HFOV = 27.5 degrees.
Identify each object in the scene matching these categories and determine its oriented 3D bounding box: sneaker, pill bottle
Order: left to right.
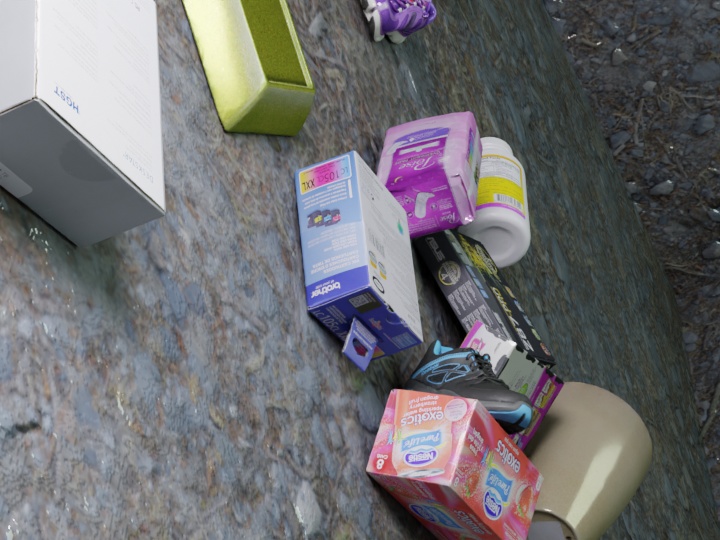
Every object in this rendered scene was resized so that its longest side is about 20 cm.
[{"bbox_3d":[0.052,-0.361,2.003,0.081,0.083,0.200,70,19,-1],"label":"sneaker"},{"bbox_3d":[0.114,0.118,1.549,0.073,0.199,0.083,32,77,-31],"label":"sneaker"},{"bbox_3d":[0.187,-0.102,2.109,0.105,0.103,0.201,58,22,-35],"label":"pill bottle"}]

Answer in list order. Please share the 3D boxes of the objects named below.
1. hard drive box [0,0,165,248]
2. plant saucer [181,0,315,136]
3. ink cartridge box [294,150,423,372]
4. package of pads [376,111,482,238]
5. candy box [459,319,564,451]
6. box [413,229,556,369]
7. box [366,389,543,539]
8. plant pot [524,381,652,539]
[{"bbox_3d":[-0.210,-0.145,1.033,0.156,0.076,0.202,47,30,-51],"label":"hard drive box"},{"bbox_3d":[-0.108,-0.239,1.469,0.200,0.047,0.202,-12,83,-72],"label":"plant saucer"},{"bbox_3d":[0.000,0.000,1.504,0.136,0.076,0.202,46,29,-51],"label":"ink cartridge box"},{"bbox_3d":[0.082,-0.118,1.789,0.201,0.119,0.076,-76,148,-59],"label":"package of pads"},{"bbox_3d":[0.154,0.152,1.711,0.061,0.137,0.200,31,-3,29],"label":"candy box"},{"bbox_3d":[0.160,0.043,1.885,0.161,0.049,0.201,16,41,-61],"label":"box"},{"bbox_3d":[0.100,0.210,1.512,0.200,0.102,0.095,50,54,-49],"label":"box"},{"bbox_3d":[0.258,0.274,1.866,0.189,0.186,0.200,64,33,-20],"label":"plant pot"}]
